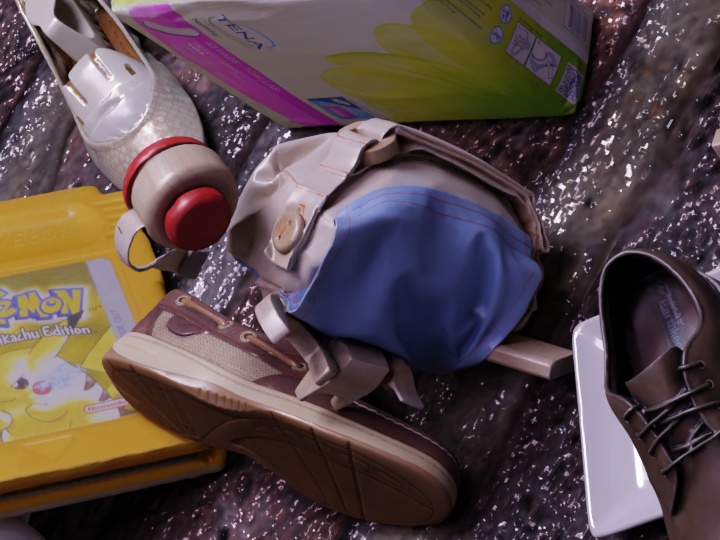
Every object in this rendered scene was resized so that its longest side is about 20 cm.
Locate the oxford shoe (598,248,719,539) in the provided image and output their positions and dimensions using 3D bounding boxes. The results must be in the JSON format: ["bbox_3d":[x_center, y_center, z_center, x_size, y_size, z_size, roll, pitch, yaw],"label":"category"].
[{"bbox_3d":[0.138,0.075,1.128,0.073,0.084,0.201,-36,50,18],"label":"oxford shoe"}]

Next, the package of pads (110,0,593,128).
[{"bbox_3d":[-0.007,-0.130,1.346,0.199,0.154,0.069,-1,66,40],"label":"package of pads"}]

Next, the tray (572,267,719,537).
[{"bbox_3d":[0.182,0.041,1.182,0.199,0.022,0.108,-23,53,31],"label":"tray"}]

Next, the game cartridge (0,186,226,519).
[{"bbox_3d":[-0.179,0.040,1.412,0.175,0.033,0.200,-11,48,-16],"label":"game cartridge"}]

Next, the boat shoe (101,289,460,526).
[{"bbox_3d":[-0.029,0.057,1.317,0.199,0.072,0.072,19,58,33],"label":"boat shoe"}]

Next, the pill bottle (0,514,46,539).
[{"bbox_3d":[-0.204,0.187,1.373,0.112,0.112,0.201,-25,52,29],"label":"pill bottle"}]

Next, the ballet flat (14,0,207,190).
[{"bbox_3d":[-0.147,-0.109,1.523,0.067,0.062,0.200,-47,45,11],"label":"ballet flat"}]

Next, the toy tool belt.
[{"bbox_3d":[0.000,0.000,1.242,0.125,0.199,0.123,-62,41,23],"label":"toy tool belt"}]

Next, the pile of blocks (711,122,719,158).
[{"bbox_3d":[0.224,-0.068,1.156,0.082,0.062,0.200,-50,34,-17],"label":"pile of blocks"}]
